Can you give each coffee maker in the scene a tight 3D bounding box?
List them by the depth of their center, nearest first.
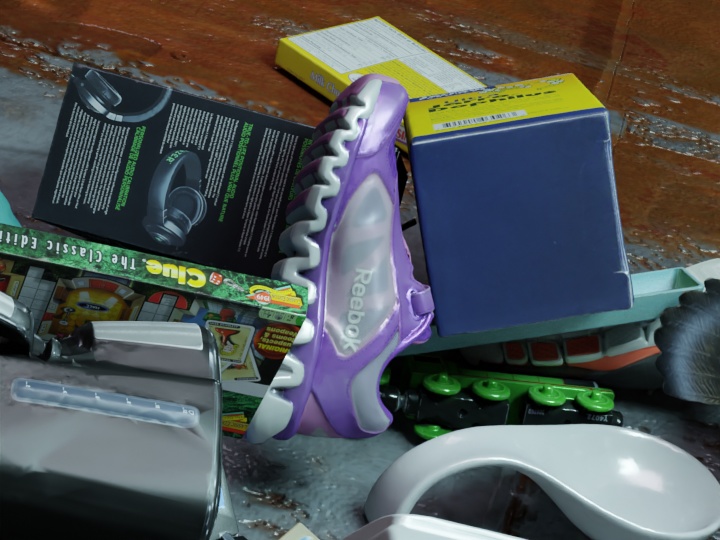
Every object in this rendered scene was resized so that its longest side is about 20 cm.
[{"bbox_3d":[-0.168,0.097,1.011,0.199,0.135,0.193,12,72,-13],"label":"coffee maker"}]

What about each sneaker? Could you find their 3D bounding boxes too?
[{"bbox_3d":[0.000,0.000,1.200,0.088,0.201,0.080,15,-1,-8],"label":"sneaker"},{"bbox_3d":[0.158,0.048,1.369,0.199,0.082,0.077,-3,47,14],"label":"sneaker"}]

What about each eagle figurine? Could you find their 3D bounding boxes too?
[{"bbox_3d":[0.256,0.094,1.235,0.150,0.152,0.200,3,32,-21],"label":"eagle figurine"}]

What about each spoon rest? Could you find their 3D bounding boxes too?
[{"bbox_3d":[0.105,0.115,1.234,0.199,0.061,0.099,-1,33,-21],"label":"spoon rest"}]

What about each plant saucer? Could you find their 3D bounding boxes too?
[{"bbox_3d":[0.091,0.025,1.304,0.199,0.019,0.070,-7,9,-1],"label":"plant saucer"}]

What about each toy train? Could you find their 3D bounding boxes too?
[{"bbox_3d":[0.050,0.072,1.309,0.199,0.042,0.056,7,20,-10],"label":"toy train"}]

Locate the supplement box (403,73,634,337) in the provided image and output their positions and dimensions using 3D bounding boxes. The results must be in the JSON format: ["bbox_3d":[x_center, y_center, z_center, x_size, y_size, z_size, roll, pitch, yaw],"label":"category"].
[{"bbox_3d":[0.085,-0.042,1.310,0.109,0.109,0.200,-9,11,1],"label":"supplement box"}]

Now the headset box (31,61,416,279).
[{"bbox_3d":[-0.067,-0.041,1.325,0.199,0.093,0.174,15,-2,4],"label":"headset box"}]

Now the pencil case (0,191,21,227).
[{"bbox_3d":[-0.217,-0.015,1.221,0.201,0.085,0.092,63,3,10],"label":"pencil case"}]

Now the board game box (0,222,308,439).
[{"bbox_3d":[-0.135,0.026,1.094,0.199,0.105,0.024,12,51,-15],"label":"board game box"}]

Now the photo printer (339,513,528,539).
[{"bbox_3d":[0.065,0.171,0.998,0.199,0.166,0.070,16,62,-21],"label":"photo printer"}]

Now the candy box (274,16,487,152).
[{"bbox_3d":[0.041,-0.120,1.635,0.102,0.027,0.200,-15,41,-42],"label":"candy box"}]

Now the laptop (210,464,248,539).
[{"bbox_3d":[-0.113,0.119,1.099,0.177,0.104,0.200,-10,28,-33],"label":"laptop"}]

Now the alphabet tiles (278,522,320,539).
[{"bbox_3d":[-0.002,0.199,1.057,0.166,0.006,0.200,41,37,11],"label":"alphabet tiles"}]
